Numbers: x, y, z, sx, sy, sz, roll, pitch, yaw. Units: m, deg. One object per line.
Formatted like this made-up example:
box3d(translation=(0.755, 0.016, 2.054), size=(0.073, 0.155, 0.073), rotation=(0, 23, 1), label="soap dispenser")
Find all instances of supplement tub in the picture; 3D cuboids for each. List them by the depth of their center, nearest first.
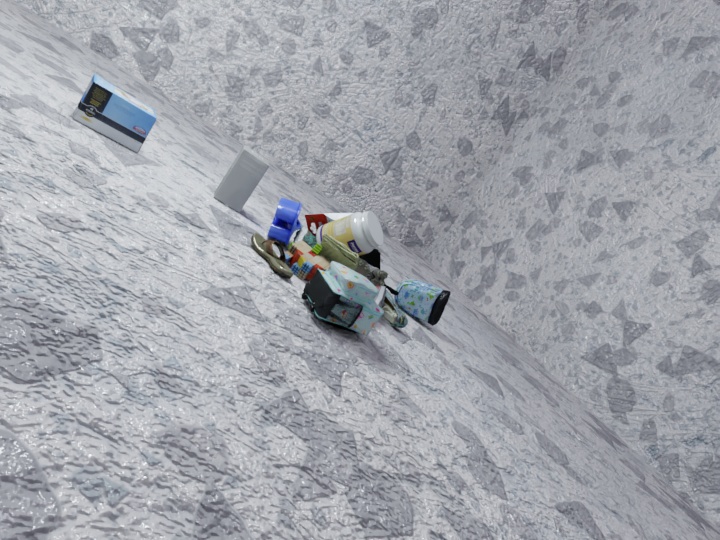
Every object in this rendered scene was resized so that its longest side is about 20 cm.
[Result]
box3d(translation=(-0.036, -0.114, 1.753), size=(0.145, 0.199, 0.146), rotation=(46, 34, -45), label="supplement tub")

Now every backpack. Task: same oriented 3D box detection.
box3d(translation=(-0.033, 0.080, 1.378), size=(0.200, 0.154, 0.176), rotation=(37, 3, -33), label="backpack")
box3d(translation=(0.236, 0.115, 2.066), size=(0.199, 0.164, 0.153), rotation=(34, 23, 27), label="backpack")

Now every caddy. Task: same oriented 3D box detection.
box3d(translation=(-0.249, -0.170, 1.759), size=(0.104, 0.142, 0.200), rotation=(21, 14, -11), label="caddy")

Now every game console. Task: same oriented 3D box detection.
box3d(translation=(0.066, -0.004, 2.011), size=(0.175, 0.117, 0.200), rotation=(30, -3, -28), label="game console")

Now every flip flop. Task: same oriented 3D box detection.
box3d(translation=(-0.251, -0.051, 1.494), size=(0.081, 0.058, 0.200), rotation=(23, 17, -50), label="flip flop")

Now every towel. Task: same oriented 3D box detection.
box3d(translation=(-0.081, -0.028, 1.673), size=(0.148, 0.200, 0.037), rotation=(38, 56, 7), label="towel")

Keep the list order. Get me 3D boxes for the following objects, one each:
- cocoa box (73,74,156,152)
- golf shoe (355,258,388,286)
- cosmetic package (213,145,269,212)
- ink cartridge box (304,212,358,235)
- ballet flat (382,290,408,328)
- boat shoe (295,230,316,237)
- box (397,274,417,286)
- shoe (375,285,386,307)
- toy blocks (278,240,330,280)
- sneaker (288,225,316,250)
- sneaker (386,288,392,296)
box3d(translation=(-0.759, -0.488, 1.586), size=(0.199, 0.132, 0.133), rotation=(28, 13, -36), label="cocoa box")
box3d(translation=(0.000, 0.000, 1.782), size=(0.199, 0.079, 0.097), rotation=(28, 1, -39), label="golf shoe")
box3d(translation=(-0.409, -0.314, 1.759), size=(0.107, 0.200, 0.090), rotation=(33, 12, -23), label="cosmetic package")
box3d(translation=(-0.098, -0.142, 1.878), size=(0.161, 0.198, 0.048), rotation=(84, 6, -54), label="ink cartridge box")
box3d(translation=(0.087, 0.122, 1.774), size=(0.074, 0.074, 0.200), rotation=(22, 18, -52), label="ballet flat")
box3d(translation=(-0.161, -0.081, 1.874), size=(0.199, 0.085, 0.069), rotation=(24, -11, 15), label="boat shoe")
box3d(translation=(0.254, 0.081, 2.502), size=(0.116, 0.060, 0.200), rotation=(37, 11, 9), label="box")
box3d(translation=(0.025, 0.106, 1.683), size=(0.090, 0.072, 0.200), rotation=(8, 26, 9), label="shoe")
box3d(translation=(-0.164, -0.018, 1.583), size=(0.199, 0.100, 0.137), rotation=(36, 22, 6), label="toy blocks")
box3d(translation=(-0.188, -0.088, 1.759), size=(0.091, 0.078, 0.200), rotation=(35, 24, -11), label="sneaker")
box3d(translation=(0.040, 0.074, 1.888), size=(0.200, 0.080, 0.074), rotation=(46, -34, -7), label="sneaker")
